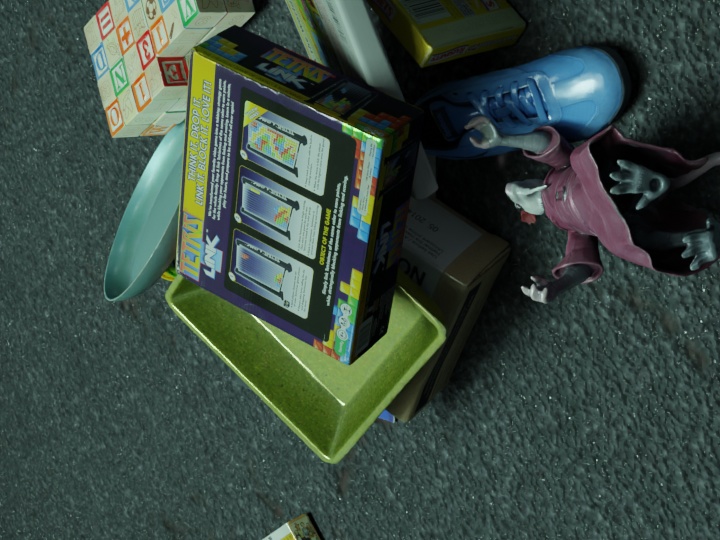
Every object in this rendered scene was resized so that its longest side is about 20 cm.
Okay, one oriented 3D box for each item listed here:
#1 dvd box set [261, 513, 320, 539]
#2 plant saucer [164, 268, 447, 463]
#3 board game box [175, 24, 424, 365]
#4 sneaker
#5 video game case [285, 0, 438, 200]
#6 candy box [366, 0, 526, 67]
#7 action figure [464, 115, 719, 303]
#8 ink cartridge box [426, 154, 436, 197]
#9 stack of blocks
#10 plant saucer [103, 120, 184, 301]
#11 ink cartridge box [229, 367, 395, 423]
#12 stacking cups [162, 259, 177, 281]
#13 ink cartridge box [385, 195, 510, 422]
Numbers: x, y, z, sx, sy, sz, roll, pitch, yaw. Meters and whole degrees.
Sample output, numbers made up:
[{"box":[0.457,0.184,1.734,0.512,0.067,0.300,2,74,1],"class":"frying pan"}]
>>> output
[{"box":[-0.048,0.354,1.596,0.146,0.029,0.200,-41,75,50],"class":"dvd box set"},{"box":[-0.037,0.025,1.264,0.200,0.048,0.200,44,133,7],"class":"plant saucer"},{"box":[-0.048,-0.053,1.153,0.165,0.057,0.200,28,131,23],"class":"board game box"},{"box":[0.105,-0.114,1.164,0.200,0.078,0.066,-8,98,50],"class":"sneaker"},{"box":[-0.014,-0.166,1.177,0.200,0.023,0.182,66,171,-28],"class":"video game case"},{"box":[0.025,-0.234,1.183,0.200,0.102,0.026,53,135,21],"class":"candy box"},{"box":[0.166,-0.059,1.112,0.200,0.149,0.134,-168,62,-70],"class":"action figure"},{"box":[-0.014,-0.079,1.365,0.200,0.047,0.161,12,116,29],"class":"ink cartridge box"},{"box":[-0.172,-0.212,1.448,0.200,0.058,0.115,-33,69,51],"class":"stack of blocks"},{"box":[-0.181,-0.059,1.486,0.200,0.027,0.200,-51,24,32],"class":"plant saucer"},{"box":[-0.051,0.076,1.469,0.200,0.039,0.100,14,116,46],"class":"ink cartridge box"},{"box":[-0.144,-0.024,1.472,0.200,0.060,0.061,-8,101,69],"class":"stacking cups"},{"box":[0.000,0.000,1.306,0.200,0.075,0.165,34,133,16],"class":"ink cartridge box"}]
